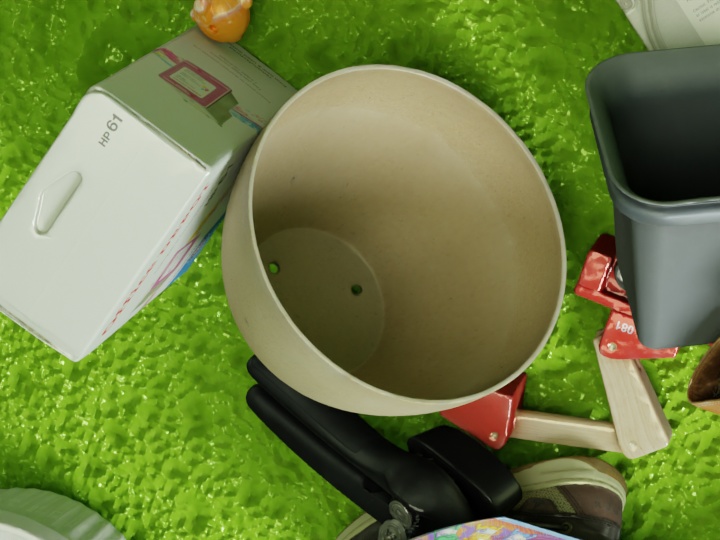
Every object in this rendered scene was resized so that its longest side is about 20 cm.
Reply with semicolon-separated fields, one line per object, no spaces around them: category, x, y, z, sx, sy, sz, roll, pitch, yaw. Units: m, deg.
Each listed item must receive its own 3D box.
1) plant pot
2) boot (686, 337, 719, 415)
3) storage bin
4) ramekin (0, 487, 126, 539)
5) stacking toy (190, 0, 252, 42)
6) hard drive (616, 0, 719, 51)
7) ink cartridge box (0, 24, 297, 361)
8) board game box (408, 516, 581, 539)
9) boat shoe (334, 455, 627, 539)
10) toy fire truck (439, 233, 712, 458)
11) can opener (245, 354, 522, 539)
plant pot;0.000;0.000;1.600;0.200;0.200;0.134;50;147;-2
boot;0.250;0.082;1.542;0.154;0.074;0.200;6;138;-20
storage bin;0.227;-0.029;1.512;0.200;0.146;0.135;-6;133;-3
ramekin;-0.218;0.232;1.750;0.200;0.105;0.201;4;106;15
stacking toy;-0.111;-0.223;1.610;0.116;0.110;0.200;-13;112;34
hard drive;0.208;-0.180;1.558;0.140;0.038;0.200;-32;93;20
ink cartridge box;-0.126;-0.048;1.598;0.085;0.200;0.145;37;111;4
board game box;0.081;0.207;1.623;0.158;0.200;0.039;-36;48;36
boat shoe;0.065;0.167;1.660;0.200;0.065;0.073;-23;129;26
toy fire truck;0.160;0.057;1.628;0.200;0.049;0.141;21;109;8
can opener;0.002;0.113;1.655;0.200;0.079;0.064;29;129;34
